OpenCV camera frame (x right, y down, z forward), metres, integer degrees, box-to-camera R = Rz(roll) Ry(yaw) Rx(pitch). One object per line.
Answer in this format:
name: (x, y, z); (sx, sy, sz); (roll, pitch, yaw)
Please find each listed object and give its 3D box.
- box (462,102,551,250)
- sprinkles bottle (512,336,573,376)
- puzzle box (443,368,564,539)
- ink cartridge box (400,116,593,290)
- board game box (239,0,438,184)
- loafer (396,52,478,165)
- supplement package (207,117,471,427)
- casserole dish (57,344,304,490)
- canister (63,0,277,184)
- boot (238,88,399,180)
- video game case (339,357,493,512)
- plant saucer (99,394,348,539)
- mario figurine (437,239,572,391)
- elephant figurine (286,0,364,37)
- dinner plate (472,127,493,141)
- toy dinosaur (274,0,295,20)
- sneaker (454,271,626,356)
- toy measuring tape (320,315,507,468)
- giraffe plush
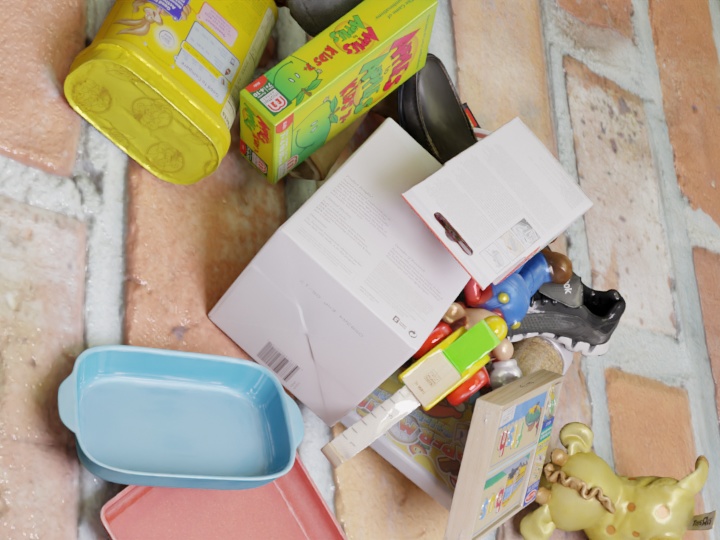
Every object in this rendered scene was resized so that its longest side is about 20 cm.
box: (0.130, -0.077, 1.416); (0.110, 0.035, 0.200); (-38, 100, -47)
sprinkles bottle: (0.154, 0.132, 1.320); (0.068, 0.068, 0.200); (55, 44, -11)
puzzle box: (0.136, 0.169, 1.175); (0.200, 0.025, 0.133); (-9, 114, -65)
ink cartridge box: (0.112, -0.052, 1.116); (0.109, 0.050, 0.200); (50, 44, 5)
board game box: (-0.020, -0.175, 1.157); (0.200, 0.102, 0.048); (-40, 73, -21)
loafer: (0.094, -0.122, 1.266); (0.073, 0.072, 0.200); (-30, 110, -29)
supplement package: (0.000, 0.000, 1.141); (0.152, 0.151, 0.200); (42, 45, -2)
casserole dish: (-0.143, 0.121, 1.004); (0.200, 0.039, 0.121); (8, 45, -26)
canister: (-0.161, -0.197, 1.141); (0.148, 0.086, 0.200); (41, 46, -26)
boot: (-0.007, -0.147, 1.279); (0.175, 0.066, 0.200); (34, 45, 0)
video game case: (0.055, 0.108, 1.214); (0.200, 0.023, 0.182); (39, 45, 2)
plant saucer: (-0.104, 0.230, 1.039); (0.200, 0.037, 0.200); (-36, 100, -48)
mario figurine: (0.141, 0.042, 1.208); (0.123, 0.106, 0.200); (43, 64, -4)
elephant figurine: (-0.054, -0.306, 1.155); (0.200, 0.141, 0.155); (31, 30, -51)
dinner plate: (0.107, -0.050, 1.339); (0.200, 0.024, 0.201); (-2, 96, -24)
toy dinosaur: (-0.091, -0.290, 1.261); (0.200, 0.060, 0.106); (32, 26, -6)
sneaker: (0.186, 0.032, 1.311); (0.200, 0.091, 0.067); (11, 46, -19)
toy measuring tape: (0.048, 0.105, 1.113); (0.200, 0.074, 0.074); (-37, 101, -12)
giraffe plush: (0.250, 0.249, 1.316); (0.162, 0.200, 0.173); (22, 55, -2)
